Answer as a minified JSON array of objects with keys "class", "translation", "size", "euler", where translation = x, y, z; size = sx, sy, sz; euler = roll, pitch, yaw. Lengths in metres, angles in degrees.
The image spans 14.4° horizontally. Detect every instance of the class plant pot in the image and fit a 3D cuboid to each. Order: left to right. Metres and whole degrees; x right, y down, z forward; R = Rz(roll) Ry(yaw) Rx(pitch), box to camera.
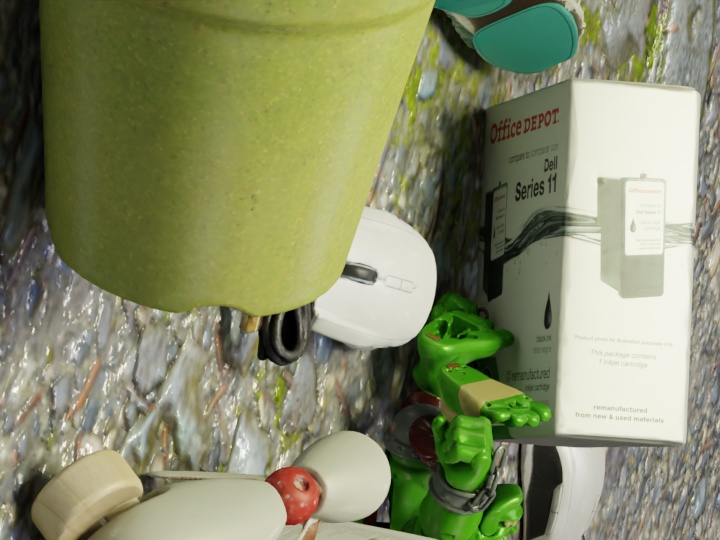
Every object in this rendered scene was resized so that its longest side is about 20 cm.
[{"class":"plant pot","translation":[-0.056,-0.090,1.182],"size":[0.200,0.200,0.185],"euler":[-42,147,-55]}]

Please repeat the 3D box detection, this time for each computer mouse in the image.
[{"class":"computer mouse","translation":[0.000,0.000,1.476],"size":[0.200,0.044,0.110],"euler":[15,84,-67]},{"class":"computer mouse","translation":[0.135,0.166,1.868],"size":[0.110,0.044,0.201],"euler":[-40,134,-55]}]

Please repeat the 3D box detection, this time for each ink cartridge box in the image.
[{"class":"ink cartridge box","translation":[0.126,-0.002,1.624],"size":[0.147,0.083,0.201],"euler":[165,-71,-72]}]

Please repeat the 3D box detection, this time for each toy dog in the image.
[{"class":"toy dog","translation":[-0.070,0.134,1.308],"size":[0.199,0.132,0.096],"euler":[8,136,-38]}]

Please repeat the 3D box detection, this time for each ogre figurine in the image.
[{"class":"ogre figurine","translation":[0.045,0.099,1.564],"size":[0.098,0.200,0.120],"euler":[6,114,-25]}]

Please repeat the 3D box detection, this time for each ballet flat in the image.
[{"class":"ballet flat","translation":[0.074,-0.165,1.583],"size":[0.200,0.071,0.072],"euler":[28,73,-66]}]

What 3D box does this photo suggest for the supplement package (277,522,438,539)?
[{"class":"supplement package","translation":[0.015,0.195,1.405],"size":[0.114,0.199,0.110],"euler":[-17,114,-64]}]
